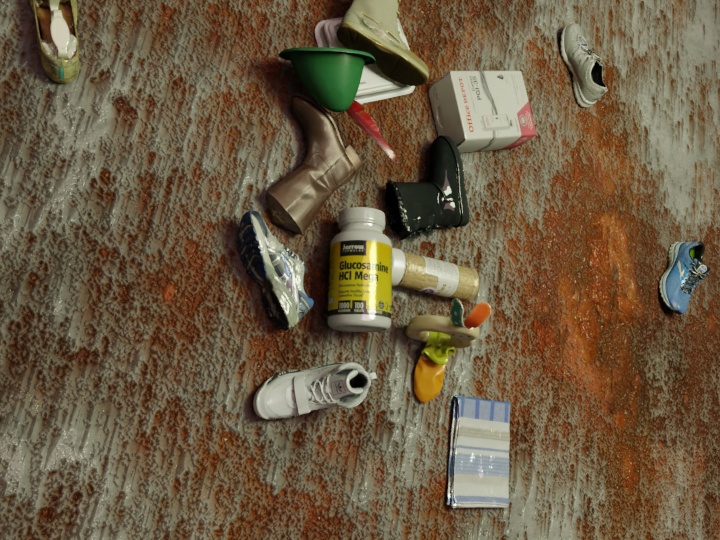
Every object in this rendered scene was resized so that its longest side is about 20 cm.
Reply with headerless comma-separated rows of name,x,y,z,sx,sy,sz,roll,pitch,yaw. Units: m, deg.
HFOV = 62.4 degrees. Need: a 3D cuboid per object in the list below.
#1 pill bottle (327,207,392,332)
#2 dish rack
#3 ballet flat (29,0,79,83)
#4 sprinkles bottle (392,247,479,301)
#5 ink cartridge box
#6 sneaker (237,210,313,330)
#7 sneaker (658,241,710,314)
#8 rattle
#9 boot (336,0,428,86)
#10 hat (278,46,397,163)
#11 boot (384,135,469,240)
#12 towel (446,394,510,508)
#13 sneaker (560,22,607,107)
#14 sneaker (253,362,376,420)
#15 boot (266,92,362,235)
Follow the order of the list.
pill bottle,0.000,0.000,1.034,0.110,0.112,0.205,7,77,-25
dish rack,0.021,-0.424,1.166,0.197,0.043,0.175,-20,89,-29
ballet flat,-0.461,-0.389,0.898,0.069,0.070,0.205,-8,84,-28
sprinkles bottle,0.129,0.009,1.124,0.196,0.068,0.070,12,75,-25
ink cartridge box,0.256,-0.332,1.246,0.196,0.082,0.150,-10,85,-28
sneaker,-0.139,-0.008,0.996,0.084,0.076,0.204,-27,101,-38
sneaker,0.796,0.011,1.455,0.078,0.089,0.203,27,69,-18
rattle,0.148,0.140,1.033,0.129,0.199,0.145,36,66,-16
boot,0.061,-0.459,1.131,0.197,0.072,0.158,25,67,-21
hat,-0.051,-0.286,1.046,0.165,0.196,0.181,-15,111,-57
boot,0.122,-0.161,1.155,0.159,0.073,0.203,-9,85,-25
towel,0.231,0.348,1.138,0.144,0.024,0.205,12,75,-26
sneaker,0.546,-0.503,1.428,0.073,0.082,0.204,-17,88,-28
sneaker,-0.070,0.191,0.960,0.196,0.114,0.077,-10,84,-28
boot,-0.112,-0.186,1.046,0.187,0.064,0.200,47,68,-10
